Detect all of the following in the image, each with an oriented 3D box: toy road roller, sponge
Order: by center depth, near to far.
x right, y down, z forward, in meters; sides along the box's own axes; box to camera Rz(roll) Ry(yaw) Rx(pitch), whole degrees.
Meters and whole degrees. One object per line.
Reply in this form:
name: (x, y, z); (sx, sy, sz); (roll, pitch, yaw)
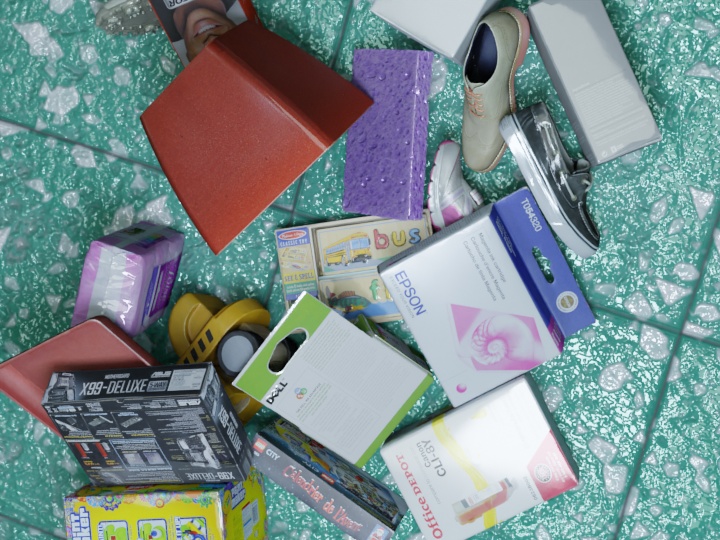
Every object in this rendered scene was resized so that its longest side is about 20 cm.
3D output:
sponge: (0.032, -0.164, 1.608); (0.111, 0.030, 0.201); (9, 98, 43)
toy road roller: (-0.186, 0.117, 1.652); (0.146, 0.123, 0.200); (43, 101, 21)

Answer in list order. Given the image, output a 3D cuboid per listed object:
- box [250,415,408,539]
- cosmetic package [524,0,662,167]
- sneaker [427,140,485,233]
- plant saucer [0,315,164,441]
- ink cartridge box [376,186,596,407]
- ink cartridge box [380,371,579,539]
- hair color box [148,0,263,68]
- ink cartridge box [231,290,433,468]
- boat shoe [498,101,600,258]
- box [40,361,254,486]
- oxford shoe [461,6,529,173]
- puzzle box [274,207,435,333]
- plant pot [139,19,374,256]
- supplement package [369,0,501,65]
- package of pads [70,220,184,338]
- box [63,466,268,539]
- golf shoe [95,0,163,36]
box: (-0.039, 0.256, 1.623); (0.200, 0.137, 0.038); (35, 100, 6)
cosmetic package: (0.266, -0.225, 1.549); (0.090, 0.107, 0.201); (-21, 92, 5)
sneaker: (0.130, -0.059, 1.604); (0.088, 0.081, 0.201); (-8, 102, 9)
plant saucer: (-0.300, 0.135, 1.556); (0.199, 0.037, 0.200); (-24, 125, 32)
ink cartridge box: (0.151, 0.033, 1.566); (0.199, 0.043, 0.197); (-28, 108, 8)
ink cartridge box: (0.144, 0.230, 1.615); (0.199, 0.083, 0.146); (-28, 90, 11)
hair color box: (-0.183, -0.307, 1.596); (0.101, 0.061, 0.201); (-19, 126, 11)
ink cartridge box: (-0.036, 0.119, 1.603); (0.200, 0.076, 0.148); (35, 100, -20)
boat shoe: (0.236, -0.104, 1.557); (0.071, 0.072, 0.200); (-28, 111, 18)
box: (-0.239, 0.178, 1.525); (0.199, 0.050, 0.158); (-5, 134, 17)
oxford shoe: (0.141, -0.207, 1.569); (0.071, 0.074, 0.201); (22, 118, 34)
puzzle box: (0.000, 0.000, 1.654); (0.199, 0.025, 0.134); (-8, 92, 11)
plant pot: (-0.131, -0.171, 1.545); (0.200, 0.200, 0.176); (-41, 95, 25)
supplement package: (0.116, -0.355, 1.562); (0.117, 0.117, 0.201); (31, 98, 6)
package of pads: (-0.279, 0.015, 1.617); (0.075, 0.200, 0.121); (18, 101, 4)
box: (-0.230, 0.308, 1.629); (0.191, 0.200, 0.123); (-5, 93, 10)
golf shoe: (-0.243, -0.362, 1.660); (0.199, 0.078, 0.098); (-24, 70, 8)
